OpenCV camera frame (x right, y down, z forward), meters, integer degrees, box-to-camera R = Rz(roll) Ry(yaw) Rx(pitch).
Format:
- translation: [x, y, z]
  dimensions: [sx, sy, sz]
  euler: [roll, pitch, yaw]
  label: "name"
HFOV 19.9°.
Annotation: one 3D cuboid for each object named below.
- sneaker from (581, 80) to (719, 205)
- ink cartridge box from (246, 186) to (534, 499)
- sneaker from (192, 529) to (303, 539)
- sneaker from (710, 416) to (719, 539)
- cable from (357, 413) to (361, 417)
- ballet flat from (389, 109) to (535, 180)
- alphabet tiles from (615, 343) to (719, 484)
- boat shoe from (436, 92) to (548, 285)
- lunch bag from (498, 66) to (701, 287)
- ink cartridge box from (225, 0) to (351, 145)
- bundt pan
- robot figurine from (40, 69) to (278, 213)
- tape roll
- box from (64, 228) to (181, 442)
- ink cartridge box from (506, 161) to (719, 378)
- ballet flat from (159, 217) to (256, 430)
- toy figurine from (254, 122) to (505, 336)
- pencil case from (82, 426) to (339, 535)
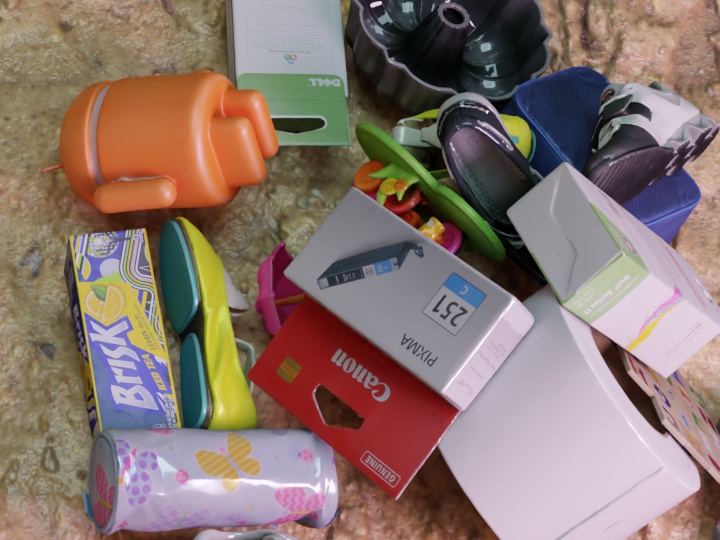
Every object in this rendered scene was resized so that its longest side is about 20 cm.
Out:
- translation: [0.223, -0.113, 1.739]
  dimensions: [0.089, 0.074, 0.200]
  euler: [46, 33, 13]
  label: "sneaker"
- translation: [0.011, 0.053, 1.607]
  dimensions: [0.200, 0.045, 0.177]
  euler: [35, 86, 39]
  label: "ink cartridge box"
- translation: [-0.046, 0.243, 1.613]
  dimensions: [0.198, 0.087, 0.075]
  euler: [8, 56, -7]
  label: "sneaker"
- translation: [0.344, 0.199, 1.725]
  dimensions: [0.080, 0.070, 0.202]
  euler: [21, 61, -19]
  label: "sneaker"
- translation: [0.085, 0.080, 1.724]
  dimensions: [0.198, 0.098, 0.051]
  euler: [-11, 48, -11]
  label: "cable"
- translation: [0.067, -0.112, 1.796]
  dimensions: [0.067, 0.199, 0.067]
  euler: [8, 85, -38]
  label: "ballet flat"
- translation: [0.256, 0.096, 1.713]
  dimensions: [0.166, 0.006, 0.200]
  euler: [45, 16, -28]
  label: "alphabet tiles"
- translation: [0.125, -0.054, 1.704]
  dimensions: [0.200, 0.075, 0.060]
  euler: [49, 18, -19]
  label: "boat shoe"
- translation: [0.194, -0.063, 1.824]
  dimensions: [0.135, 0.133, 0.200]
  euler: [-17, 63, -42]
  label: "lunch bag"
- translation: [-0.068, -0.182, 1.888]
  dimensions: [0.103, 0.059, 0.201]
  euler: [1, 59, -10]
  label: "ink cartridge box"
- translation: [0.074, -0.213, 1.912]
  dimensions: [0.200, 0.076, 0.203]
  euler: [12, 50, -15]
  label: "bundt pan"
- translation: [-0.173, -0.111, 1.772]
  dimensions: [0.198, 0.117, 0.145]
  euler: [-2, 78, 20]
  label: "robot figurine"
- translation: [0.158, 0.126, 1.631]
  dimensions: [0.139, 0.202, 0.203]
  euler: [-36, 65, 13]
  label: "tape roll"
- translation: [-0.198, 0.068, 1.706]
  dimensions: [0.070, 0.064, 0.201]
  euler: [-6, 60, -14]
  label: "box"
- translation: [0.216, 0.009, 1.654]
  dimensions: [0.067, 0.200, 0.117]
  euler: [-42, 46, 16]
  label: "ink cartridge box"
- translation: [-0.124, 0.050, 1.728]
  dimensions: [0.067, 0.067, 0.201]
  euler: [4, 60, -28]
  label: "ballet flat"
- translation: [0.000, 0.000, 1.735]
  dimensions: [0.184, 0.150, 0.200]
  euler: [-44, 40, -7]
  label: "toy figurine"
- translation: [-0.117, 0.166, 1.624]
  dimensions: [0.199, 0.091, 0.084]
  euler: [2, 64, -24]
  label: "pencil case"
